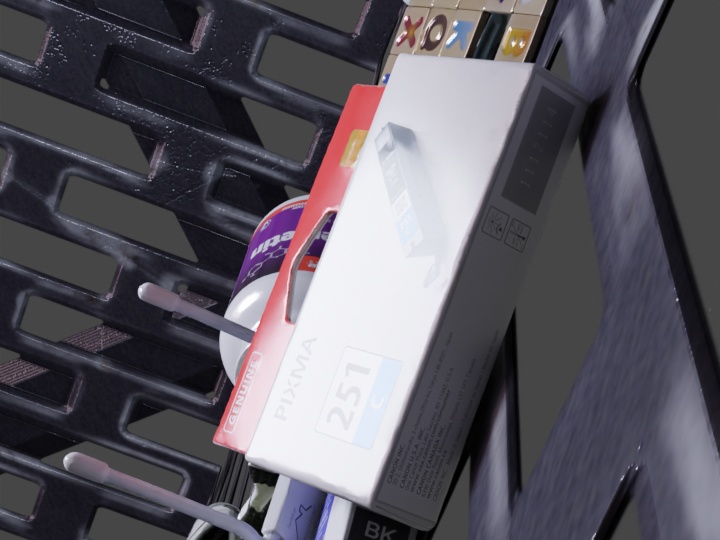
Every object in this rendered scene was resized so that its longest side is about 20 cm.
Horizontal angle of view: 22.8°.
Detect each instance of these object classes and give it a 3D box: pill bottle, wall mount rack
[{"bbox_3d":[-0.037,0.031,1.270,0.200,0.112,0.113,-79,10,-64],"label":"pill bottle"},{"bbox_3d":[-0.058,0.101,0.923,0.075,0.174,0.200,-14,39,29],"label":"wall mount rack"}]

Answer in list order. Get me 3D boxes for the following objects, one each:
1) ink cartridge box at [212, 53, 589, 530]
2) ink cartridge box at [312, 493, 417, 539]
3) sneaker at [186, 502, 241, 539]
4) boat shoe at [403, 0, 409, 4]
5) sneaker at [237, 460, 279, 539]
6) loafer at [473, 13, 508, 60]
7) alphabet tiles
[{"bbox_3d":[0.000,0.000,0.815,0.176,0.045,0.200,12,79,52],"label":"ink cartridge box"},{"bbox_3d":[0.004,0.114,0.852,0.099,0.039,0.200,115,172,-50],"label":"ink cartridge box"},{"bbox_3d":[-0.180,0.341,1.890,0.089,0.074,0.200,129,161,-83],"label":"sneaker"},{"bbox_3d":[0.090,-0.364,1.860,0.057,0.069,0.200,122,170,-68],"label":"boat shoe"},{"bbox_3d":[-0.031,0.108,1.103,0.200,0.074,0.080,117,174,-57],"label":"sneaker"},{"bbox_3d":[0.085,-0.219,1.227,0.072,0.063,0.200,-134,64,-85],"label":"loafer"},{"bbox_3d":[0.045,-0.096,1.088,0.167,0.008,0.200,21,90,62],"label":"alphabet tiles"}]
